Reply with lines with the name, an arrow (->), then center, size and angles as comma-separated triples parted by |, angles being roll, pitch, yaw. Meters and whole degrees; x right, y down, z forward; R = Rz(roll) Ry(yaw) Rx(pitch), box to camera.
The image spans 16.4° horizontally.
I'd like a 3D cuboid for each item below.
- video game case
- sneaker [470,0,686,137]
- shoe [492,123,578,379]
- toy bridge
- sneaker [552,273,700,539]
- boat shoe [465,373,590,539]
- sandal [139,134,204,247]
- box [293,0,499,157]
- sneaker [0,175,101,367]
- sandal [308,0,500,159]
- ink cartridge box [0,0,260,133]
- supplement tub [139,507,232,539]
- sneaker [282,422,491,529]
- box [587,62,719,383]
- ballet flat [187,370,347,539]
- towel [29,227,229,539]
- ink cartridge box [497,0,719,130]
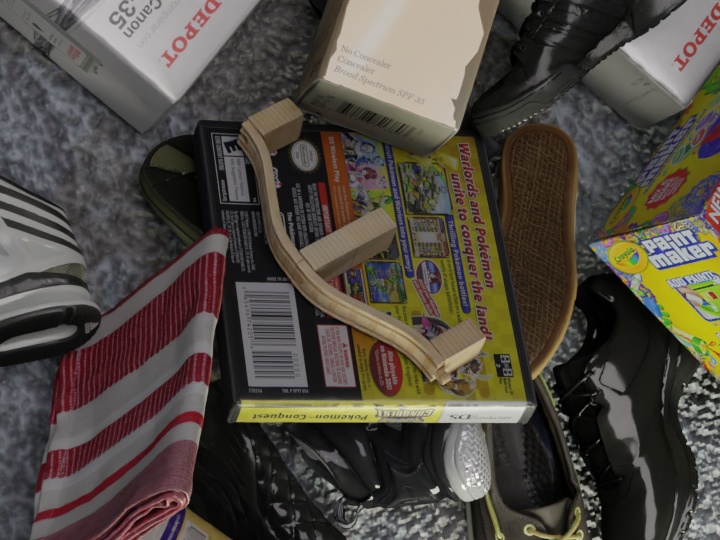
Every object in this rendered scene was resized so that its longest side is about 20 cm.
video game case -> 0.000, 0.000, 1.472 | 0.181, 0.026, 0.200 | 1, 56, -16
sneaker -> 0.128, -0.177, 1.535 | 0.200, 0.060, 0.104 | -37, 100, -7
shoe -> 0.101, 0.000, 1.548 | 0.070, 0.053, 0.200 | 13, 55, 4
toy bridge -> -0.010, -0.011, 1.443 | 0.067, 0.027, 0.200 | -28, 68, -28
sneaker -> 0.160, 0.095, 1.567 | 0.091, 0.076, 0.200 | 15, 66, -27
boat shoe -> 0.103, 0.146, 1.547 | 0.072, 0.061, 0.201 | -17, 86, -22
sandal -> -0.061, 0.000, 1.508 | 0.080, 0.057, 0.201 | -24, 61, -28
box -> 0.037, -0.180, 1.495 | 0.095, 0.078, 0.200 | 19, 77, -9
sneaker -> -0.260, 0.005, 1.457 | 0.200, 0.076, 0.115 | -10, 62, -13
sandal -> 0.012, -0.142, 1.569 | 0.043, 0.076, 0.200 | -37, 93, 5
ink cartridge box -> -0.154, -0.205, 1.513 | 0.200, 0.083, 0.147 | 40, 70, -8
supplement tub -> -0.086, 0.232, 1.420 | 0.200, 0.145, 0.145 | 37, 70, -9
sneaker -> 0.003, 0.060, 1.519 | 0.114, 0.075, 0.200 | -19, 61, 4
box -> 0.283, -0.030, 1.531 | 0.193, 0.122, 0.200 | 44, 65, -16
ballet flat -> -0.060, 0.139, 1.506 | 0.200, 0.066, 0.057 | 56, 28, -3
towel -> -0.133, 0.079, 1.398 | 0.023, 0.144, 0.200 | 35, 39, -26
ink cartridge box -> 0.161, -0.212, 1.622 | 0.200, 0.086, 0.146 | 40, 71, -9
